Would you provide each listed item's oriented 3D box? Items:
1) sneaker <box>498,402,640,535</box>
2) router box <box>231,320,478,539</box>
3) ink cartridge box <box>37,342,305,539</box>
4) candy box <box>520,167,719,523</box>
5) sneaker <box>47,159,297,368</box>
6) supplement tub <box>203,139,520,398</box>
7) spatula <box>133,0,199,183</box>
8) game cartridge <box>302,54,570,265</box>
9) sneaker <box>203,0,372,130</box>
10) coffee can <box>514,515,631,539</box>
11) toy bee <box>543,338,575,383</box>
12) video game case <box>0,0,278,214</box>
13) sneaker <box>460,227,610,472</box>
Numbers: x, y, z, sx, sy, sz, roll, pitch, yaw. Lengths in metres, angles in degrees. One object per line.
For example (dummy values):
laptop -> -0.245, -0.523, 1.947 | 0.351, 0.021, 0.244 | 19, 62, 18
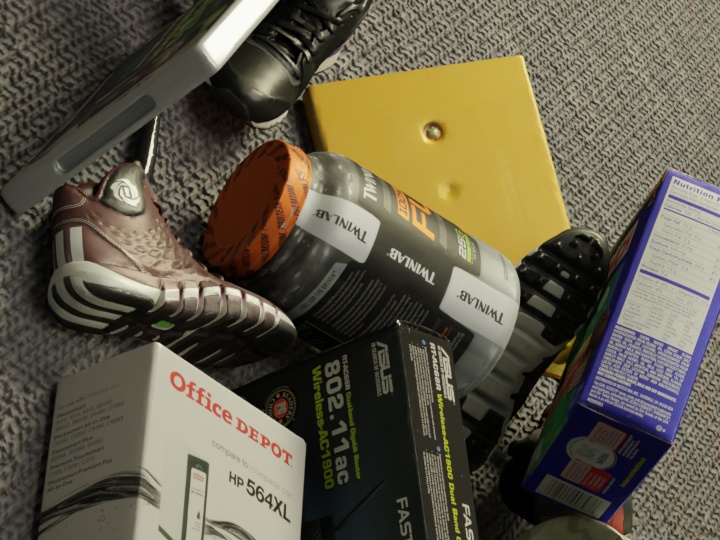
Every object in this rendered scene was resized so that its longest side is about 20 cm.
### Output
sneaker -> 0.150, 0.146, 1.717 | 0.200, 0.097, 0.071 | -105, -170, -72
router box -> -0.005, 0.150, 1.411 | 0.062, 0.150, 0.201 | 22, 52, -49
ink cartridge box -> -0.110, 0.164, 1.303 | 0.146, 0.084, 0.201 | 37, 42, -40
candy box -> 0.194, 0.053, 1.579 | 0.077, 0.169, 0.200 | 24, 63, 1
sneaker -> -0.118, -0.011, 1.417 | 0.200, 0.076, 0.116 | 21, 51, -50
supplement tub -> 0.000, 0.000, 1.523 | 0.200, 0.122, 0.123 | 31, 45, -27
spatula -> -0.128, -0.120, 1.511 | 0.020, 0.057, 0.200 | 16, 52, 0
game cartridge -> 0.062, -0.054, 1.668 | 0.176, 0.032, 0.201 | -9, 76, -16
sneaker -> -0.047, -0.174, 1.603 | 0.076, 0.088, 0.200 | 41, 32, -4
coffee can -> 0.198, 0.278, 1.649 | 0.200, 0.146, 0.147 | 31, 46, -44
toy bee -> 0.120, 0.052, 1.733 | 0.199, 0.131, 0.109 | 27, 80, 3
video game case -> -0.119, -0.128, 1.384 | 0.023, 0.182, 0.200 | 50, 34, -12
sneaker -> 0.110, 0.051, 1.612 | 0.066, 0.200, 0.091 | 33, 8, 1
